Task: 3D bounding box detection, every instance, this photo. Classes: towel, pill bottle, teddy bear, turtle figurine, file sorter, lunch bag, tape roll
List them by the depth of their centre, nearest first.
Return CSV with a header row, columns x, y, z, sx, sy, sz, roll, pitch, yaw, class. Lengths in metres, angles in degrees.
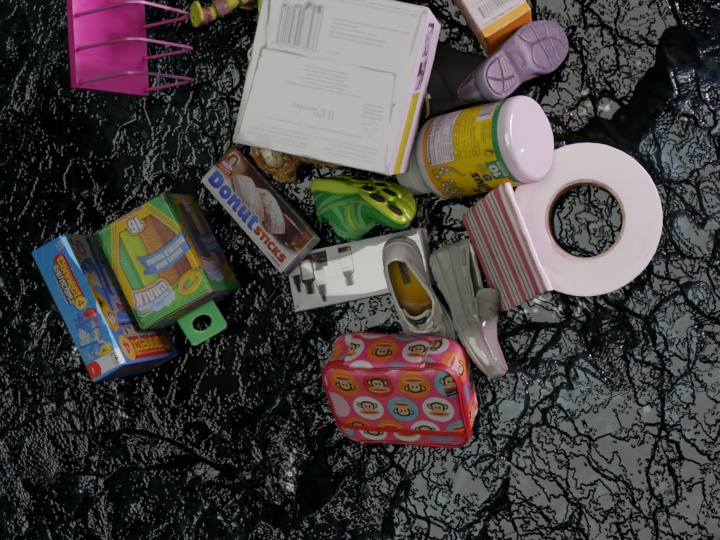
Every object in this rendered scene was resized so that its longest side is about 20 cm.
x,y,z,sx,sy,sz,roll,pitch,yaw,class
0.192,-0.028,1.541,0.030,0.200,0.147,-21,85,-12,towel
0.143,-0.156,1.561,0.199,0.112,0.114,-8,89,40,pill bottle
0.298,-0.066,1.574,0.201,0.071,0.204,0,91,13,tape roll
0.057,0.172,1.606,0.198,0.082,0.177,1,129,20,lunch bag
-0.075,-0.194,1.631,0.199,0.067,0.145,-15,125,21,teddy bear
-0.317,-0.357,1.663,0.125,0.139,0.202,-3,90,35,file sorter
-0.169,-0.406,1.668,0.160,0.064,0.202,-14,102,-23,turtle figurine

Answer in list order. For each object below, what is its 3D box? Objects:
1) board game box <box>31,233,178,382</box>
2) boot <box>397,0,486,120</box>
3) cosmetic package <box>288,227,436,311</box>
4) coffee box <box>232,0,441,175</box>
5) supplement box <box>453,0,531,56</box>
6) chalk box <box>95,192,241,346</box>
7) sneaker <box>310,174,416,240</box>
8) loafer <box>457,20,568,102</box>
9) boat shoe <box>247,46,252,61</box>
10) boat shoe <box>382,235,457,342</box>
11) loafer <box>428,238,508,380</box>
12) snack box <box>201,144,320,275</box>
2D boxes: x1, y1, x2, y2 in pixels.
x,y,z,sx,sy,sz,roll,pitch,yaw,class
-0.354,0.050,1.665,0.056,0.200,0.197,-28,85,10,board game box
0.108,-0.302,1.629,0.137,0.078,0.201,-11,72,-10,boot
0.000,0.000,1.656,0.199,0.051,0.083,-12,89,13,cosmetic package
-0.023,-0.236,1.471,0.198,0.198,0.202,14,98,7,coffee box
0.146,-0.395,1.576,0.073,0.126,0.201,-31,83,7,supplement box
-0.261,0.007,1.680,0.124,0.124,0.201,-29,84,12,chalk box
0.007,-0.081,1.617,0.199,0.074,0.084,19,118,51,sneaker
0.198,-0.273,1.554,0.063,0.200,0.072,-15,106,48,loafer
-0.074,-0.256,1.662,0.199,0.067,0.074,24,96,12,boat shoe
0.078,0.053,1.591,0.070,0.070,0.201,-14,116,14,boat shoe
0.155,0.049,1.582,0.069,0.070,0.201,-28,67,15,loafer
-0.142,-0.087,1.677,0.072,0.024,0.200,-47,65,10,snack box
